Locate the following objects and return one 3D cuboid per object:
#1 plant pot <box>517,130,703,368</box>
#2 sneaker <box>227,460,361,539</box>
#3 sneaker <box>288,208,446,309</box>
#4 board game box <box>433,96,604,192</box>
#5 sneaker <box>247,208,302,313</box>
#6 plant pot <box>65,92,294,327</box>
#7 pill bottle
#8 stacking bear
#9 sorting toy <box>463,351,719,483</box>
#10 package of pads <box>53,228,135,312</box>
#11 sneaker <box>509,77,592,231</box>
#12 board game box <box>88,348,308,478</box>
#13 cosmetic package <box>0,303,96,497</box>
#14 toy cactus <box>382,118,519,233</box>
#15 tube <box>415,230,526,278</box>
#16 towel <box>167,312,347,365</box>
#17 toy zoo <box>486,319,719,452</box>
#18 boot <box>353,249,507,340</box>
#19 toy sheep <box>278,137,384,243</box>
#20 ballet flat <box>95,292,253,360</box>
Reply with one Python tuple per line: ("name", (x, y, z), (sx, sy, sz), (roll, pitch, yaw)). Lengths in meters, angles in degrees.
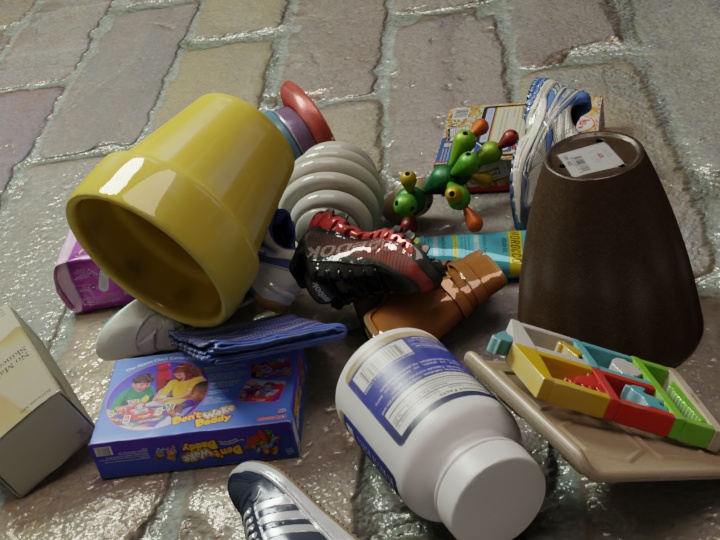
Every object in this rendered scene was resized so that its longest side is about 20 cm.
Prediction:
("plant pot", (0.233, -0.025, 1.226), (0.186, 0.201, 0.187), (-9, 33, 6))
("sneaker", (-0.077, 0.237, 1.055), (0.108, 0.070, 0.200), (-30, 40, -29))
("sneaker", (0.000, 0.000, 1.281), (0.200, 0.071, 0.098), (17, 59, 47))
("board game box", (0.201, -0.158, 1.580), (0.199, 0.047, 0.152), (-2, 34, 16))
("sneaker", (-0.116, -0.044, 1.421), (0.088, 0.075, 0.200), (-48, 59, 12))
("plant pot", (-0.170, -0.075, 1.313), (0.200, 0.201, 0.189), (14, 57, 35))
("pill bottle", (0.070, 0.146, 1.097), (0.119, 0.120, 0.200), (-23, 35, -16))
("stacking bear", (-0.137, -0.136, 1.616), (0.199, 0.122, 0.114), (-31, 29, -11))
("sorting toy", (0.205, 0.131, 1.077), (0.199, 0.037, 0.185), (10, 20, -33))
("package of pads", (-0.293, -0.038, 1.541), (0.120, 0.076, 0.200), (-10, 33, 9))
("sneaker", (0.222, -0.132, 1.457), (0.085, 0.077, 0.201), (9, 71, 15))
("board game box", (-0.156, 0.135, 1.259), (0.199, 0.045, 0.135), (-7, 33, 8))
("cosmetic package", (-0.355, 0.128, 1.291), (0.105, 0.071, 0.200), (-41, 38, -9))
("toy cactus", (0.092, -0.092, 1.468), (0.165, 0.102, 0.200), (-28, 15, 49))
("tube", (0.128, -0.015, 1.395), (0.198, 0.051, 0.078), (-4, 49, 5))
("towel", (-0.109, 0.063, 1.282), (0.144, 0.024, 0.200), (-10, 6, -20))
("toy zoo", (0.201, 0.093, 1.091), (0.199, 0.021, 0.131), (17, 17, -12))
("boot", (0.080, 0.043, 1.280), (0.154, 0.074, 0.200), (-22, 29, -2))
("toy sheep", (-0.037, -0.075, 1.469), (0.137, 0.138, 0.201), (-7, 47, 9))
("ballet flat", (-0.196, 0.048, 1.393), (0.199, 0.070, 0.069), (-30, 36, -31))
